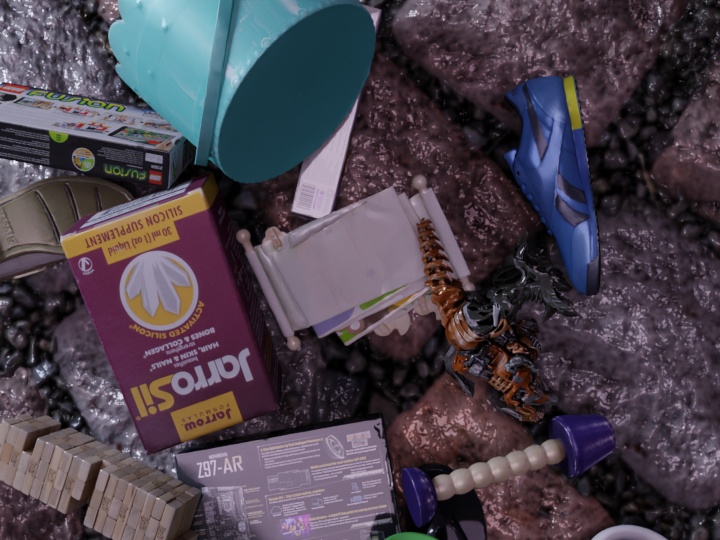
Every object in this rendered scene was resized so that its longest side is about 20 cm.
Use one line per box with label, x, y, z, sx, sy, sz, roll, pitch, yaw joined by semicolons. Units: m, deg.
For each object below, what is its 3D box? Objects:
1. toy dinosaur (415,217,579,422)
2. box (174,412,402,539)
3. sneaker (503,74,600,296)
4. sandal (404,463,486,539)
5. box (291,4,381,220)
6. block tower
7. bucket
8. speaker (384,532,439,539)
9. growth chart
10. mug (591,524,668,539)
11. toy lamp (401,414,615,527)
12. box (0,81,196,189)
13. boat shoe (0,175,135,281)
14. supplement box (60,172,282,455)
toy dinosaur;0.120;0.042;0.830;0.135;0.103;0.200;-36;119;17
box;-0.062;0.230;0.855;0.195;0.044;0.164;-11;88;1
sneaker;0.176;-0.075;0.851;0.077;0.066;0.205;-10;88;13
sandal;0.083;0.280;0.850;0.074;0.043;0.205;-6;88;1
box;-0.022;-0.146;0.866;0.040;0.039;0.205;13;89;0
block tower;-0.236;0.193;0.833;0.197;0.054;0.059;23;98;15
bucket;-0.093;-0.184;0.772;0.208;0.207;0.135;-47;70;0
speaker;0.036;0.333;0.799;0.086;0.089;0.205;8;111;2
growth chart;0.000;0.000;0.853;0.196;0.018;0.147;-19;109;0
mug;0.240;0.324;0.807;0.171;0.148;0.204;16;59;-4
toy lamp;0.135;0.173;0.832;0.196;0.058;0.060;-13;88;-14
box;-0.252;-0.125;0.835;0.195;0.111;0.035;10;115;2
boat shoe;-0.305;-0.035;0.856;0.196;0.068;0.076;-14;83;-20
supplement box;-0.159;0.035;0.810;0.128;0.103;0.204;-19;104;0
